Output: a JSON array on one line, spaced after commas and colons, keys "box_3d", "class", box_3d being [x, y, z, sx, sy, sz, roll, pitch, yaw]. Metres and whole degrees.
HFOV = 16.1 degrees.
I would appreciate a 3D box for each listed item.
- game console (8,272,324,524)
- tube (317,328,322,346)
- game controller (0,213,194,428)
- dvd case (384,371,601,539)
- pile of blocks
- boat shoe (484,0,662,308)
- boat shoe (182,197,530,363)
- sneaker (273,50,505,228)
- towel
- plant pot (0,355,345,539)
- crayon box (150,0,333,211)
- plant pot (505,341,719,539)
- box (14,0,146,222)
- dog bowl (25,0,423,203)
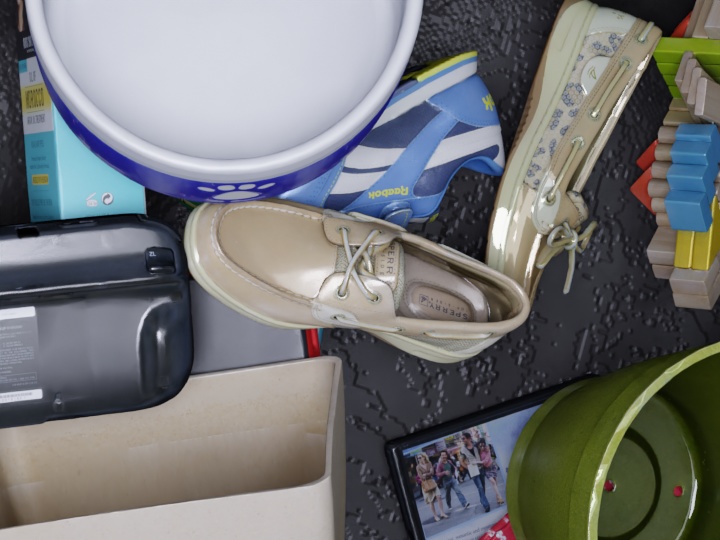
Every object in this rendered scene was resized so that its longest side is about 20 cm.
[{"box_3d": [-0.105, 0.098, 1.413, 0.176, 0.031, 0.200, -7, 94, 4], "class": "game console"}, {"box_3d": [-0.062, 0.099, 1.445, 0.077, 0.050, 0.200, 12, 91, -7], "class": "tube"}, {"box_3d": [-0.184, 0.030, 1.310, 0.200, 0.042, 0.105, -6, 109, -13], "class": "game controller"}, {"box_3d": [0.103, 0.176, 1.519, 0.142, 0.018, 0.200, -17, 98, -19], "class": "dvd case"}, {"box_3d": [0.190, -0.080, 1.517, 0.082, 0.062, 0.200, 20, 77, -59], "class": "pile of blocks"}, {"box_3d": [0.119, -0.060, 1.482, 0.063, 0.073, 0.200, 17, 86, 7], "class": "boat shoe"}, {"box_3d": [0.000, 0.000, 1.376, 0.200, 0.065, 0.072, 19, 66, -29], "class": "boat shoe"}, {"box_3d": [0.000, -0.049, 1.449, 0.200, 0.074, 0.082, -31, 103, -15], "class": "sneaker"}, {"box_3d": [0.126, 0.196, 1.506, 0.200, 0.022, 0.145, -41, 104, -14], "class": "towel"}, {"box_3d": [-0.098, 0.170, 1.316, 0.200, 0.200, 0.177, -8, 105, 3], "class": "plant pot"}, {"box_3d": [-0.037, -0.127, 1.404, 0.058, 0.119, 0.200, 41, 78, -3], "class": "crayon box"}, {"box_3d": [0.176, 0.130, 1.408, 0.200, 0.193, 0.201, -1, 92, -20], "class": "plant pot"}, {"box_3d": [-0.154, -0.100, 1.386, 0.049, 0.082, 0.201, -5, 92, -19], "class": "box"}, {"box_3d": [-0.070, -0.138, 1.300, 0.200, 0.079, 0.201, 1, 78, -4], "class": "dog bowl"}]
